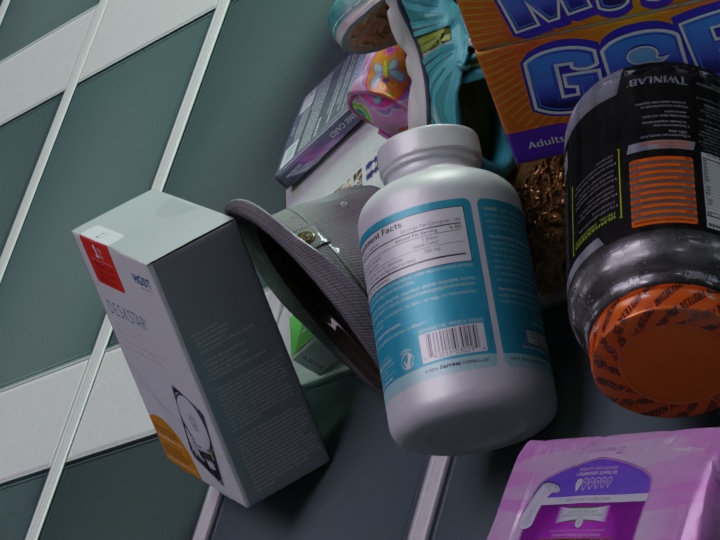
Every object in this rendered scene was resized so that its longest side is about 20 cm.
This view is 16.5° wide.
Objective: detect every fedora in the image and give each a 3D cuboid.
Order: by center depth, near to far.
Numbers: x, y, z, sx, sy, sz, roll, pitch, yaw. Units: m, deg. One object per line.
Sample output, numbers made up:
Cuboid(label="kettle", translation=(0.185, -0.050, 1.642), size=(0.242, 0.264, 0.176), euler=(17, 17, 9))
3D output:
Cuboid(label="fedora", translation=(0.000, 0.000, 1.734), size=(0.090, 0.177, 0.200), euler=(-40, 36, -10))

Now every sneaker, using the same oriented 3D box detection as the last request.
Cuboid(label="sneaker", translation=(0.071, -0.154, 1.672), size=(0.080, 0.077, 0.201), euler=(12, 116, 62))
Cuboid(label="sneaker", translation=(0.044, -0.233, 1.743), size=(0.200, 0.072, 0.080), euler=(-40, 65, -15))

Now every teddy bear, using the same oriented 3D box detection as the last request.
Cuboid(label="teddy bear", translation=(0.130, -0.050, 1.680), size=(0.200, 0.067, 0.145), euler=(-48, 22, 32))

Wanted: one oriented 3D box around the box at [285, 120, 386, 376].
Cuboid(label="box", translation=(0.002, -0.033, 1.893), size=(0.144, 0.036, 0.201), euler=(-41, 30, 28))

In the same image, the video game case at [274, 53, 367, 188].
Cuboid(label="video game case", translation=(0.012, -0.164, 1.991), size=(0.200, 0.019, 0.143), euler=(-41, 17, 27))

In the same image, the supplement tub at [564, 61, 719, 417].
Cuboid(label="supplement tub", translation=(0.183, -0.018, 1.481), size=(0.122, 0.122, 0.201), euler=(-37, 33, 35))

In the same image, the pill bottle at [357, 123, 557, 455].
Cuboid(label="pill bottle", translation=(0.059, 0.010, 1.601), size=(0.111, 0.110, 0.201), euler=(-29, 61, 43))

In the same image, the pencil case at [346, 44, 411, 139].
Cuboid(label="pencil case", translation=(0.069, -0.185, 1.799), size=(0.087, 0.087, 0.201), euler=(2, 59, 59))

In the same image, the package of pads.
Cuboid(label="package of pads", translation=(0.155, 0.156, 1.395), size=(0.199, 0.075, 0.121), euler=(-10, 51, 55))

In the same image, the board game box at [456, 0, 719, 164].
Cuboid(label="board game box", translation=(0.166, -0.223, 1.562), size=(0.198, 0.200, 0.201), euler=(-12, 44, 14))

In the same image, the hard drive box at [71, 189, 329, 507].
Cuboid(label="hard drive box", translation=(-0.117, 0.054, 1.810), size=(0.076, 0.201, 0.156), euler=(-28, 20, -20))
